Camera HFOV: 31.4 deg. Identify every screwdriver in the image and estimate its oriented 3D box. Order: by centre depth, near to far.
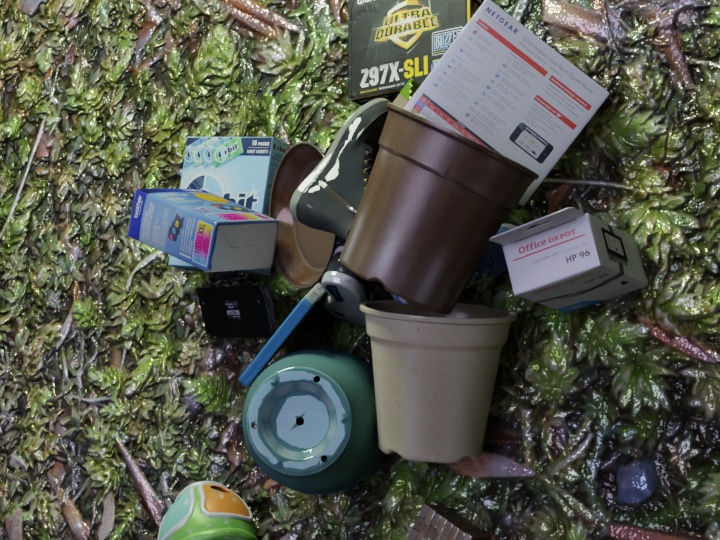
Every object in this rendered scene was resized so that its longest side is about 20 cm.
[{"bbox_3d":[-0.027,-0.062,1.814,0.199,0.028,0.029,-1,111,33],"label":"screwdriver"}]

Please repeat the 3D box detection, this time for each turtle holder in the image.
[{"bbox_3d":[-0.219,0.384,1.804,0.186,0.140,0.132,105,155,-48],"label":"turtle holder"}]

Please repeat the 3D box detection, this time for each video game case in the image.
[{"bbox_3d":[-0.094,0.075,1.738,0.018,0.200,0.143,39,105,0],"label":"video game case"}]

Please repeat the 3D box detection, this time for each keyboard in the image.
[{"bbox_3d":[-0.172,0.044,1.851,0.199,0.039,0.105,-2,101,54],"label":"keyboard"}]

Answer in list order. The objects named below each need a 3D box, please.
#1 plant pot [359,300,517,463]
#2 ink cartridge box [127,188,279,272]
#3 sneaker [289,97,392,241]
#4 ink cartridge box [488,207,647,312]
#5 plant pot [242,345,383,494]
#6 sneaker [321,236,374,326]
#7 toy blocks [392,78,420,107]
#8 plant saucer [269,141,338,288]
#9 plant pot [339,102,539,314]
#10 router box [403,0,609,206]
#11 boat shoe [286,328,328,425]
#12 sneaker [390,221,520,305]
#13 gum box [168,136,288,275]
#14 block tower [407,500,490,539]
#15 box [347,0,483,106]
[{"bbox_3d":[0.093,0.139,1.612,0.199,0.200,0.185,5,94,34],"label":"plant pot"},{"bbox_3d":[-0.235,-0.064,1.823,0.199,0.136,0.077,20,105,35],"label":"ink cartridge box"},{"bbox_3d":[0.009,-0.123,1.633,0.106,0.075,0.201,28,76,33],"label":"sneaker"},{"bbox_3d":[0.248,-0.009,1.518,0.115,0.200,0.068,-22,70,28],"label":"ink cartridge box"},{"bbox_3d":[-0.066,0.192,1.650,0.198,0.188,0.202,-1,83,6],"label":"plant pot"},{"bbox_3d":[0.000,0.000,1.707,0.073,0.200,0.113,18,74,7],"label":"sneaker"},{"bbox_3d":[0.055,-0.137,1.709,0.200,0.100,0.137,-52,44,10],"label":"toy blocks"},{"bbox_3d":[-0.068,-0.076,1.769,0.200,0.036,0.202,3,94,59],"label":"plant saucer"},{"bbox_3d":[0.080,-0.067,1.522,0.200,0.200,0.199,29,96,33],"label":"plant pot"},{"bbox_3d":[0.184,-0.212,1.629,0.200,0.049,0.180,39,97,4],"label":"router box"},{"bbox_3d":[-0.088,0.178,1.781,0.071,0.068,0.202,0,80,33],"label":"boat shoe"},{"bbox_3d":[0.127,-0.001,1.639,0.199,0.077,0.076,-22,110,7],"label":"sneaker"},{"bbox_3d":[-0.200,-0.099,1.922,0.169,0.044,0.202,4,83,34],"label":"gum box"},{"bbox_3d":[0.149,0.361,1.599,0.199,0.058,0.054,29,96,35],"label":"block tower"},{"bbox_3d":[0.076,-0.324,1.785,0.199,0.049,0.161,-6,79,32],"label":"box"}]
